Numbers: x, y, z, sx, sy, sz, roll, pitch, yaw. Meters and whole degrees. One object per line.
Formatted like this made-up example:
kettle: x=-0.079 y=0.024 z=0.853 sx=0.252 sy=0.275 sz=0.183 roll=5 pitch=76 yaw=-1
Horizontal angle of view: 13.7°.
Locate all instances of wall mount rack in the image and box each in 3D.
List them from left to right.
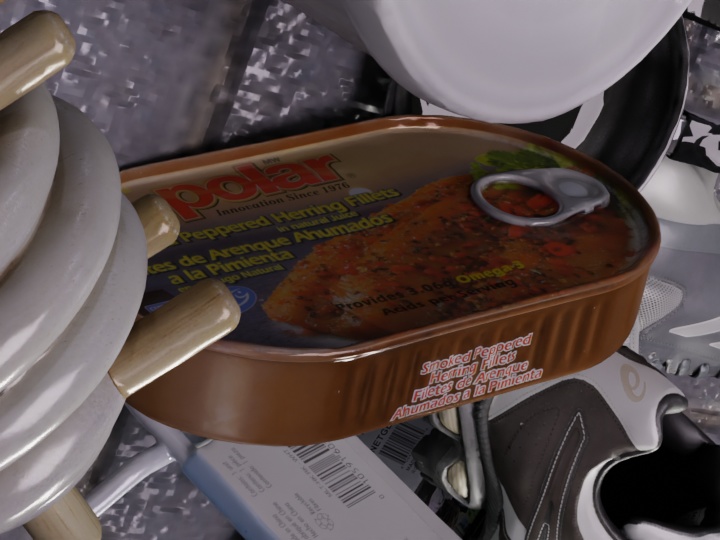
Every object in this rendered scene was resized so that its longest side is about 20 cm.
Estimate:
wall mount rack: x=-0.030 y=0.109 z=0.881 sx=0.174 sy=0.200 sz=0.075 roll=-25 pitch=155 yaw=-53

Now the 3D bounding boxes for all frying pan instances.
frying pan: x=0.089 y=-0.064 z=0.998 sx=0.190 sy=0.031 sz=0.115 roll=-11 pitch=118 yaw=-25

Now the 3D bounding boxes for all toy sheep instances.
toy sheep: x=-0.111 y=0.004 z=0.743 sx=0.138 sy=0.138 sz=0.200 roll=-47 pitch=125 yaw=-24

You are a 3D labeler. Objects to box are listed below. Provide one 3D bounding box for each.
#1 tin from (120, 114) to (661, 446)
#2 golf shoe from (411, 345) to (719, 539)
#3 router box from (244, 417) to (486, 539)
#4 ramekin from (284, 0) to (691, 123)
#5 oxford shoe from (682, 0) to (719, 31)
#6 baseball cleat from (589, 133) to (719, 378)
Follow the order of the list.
tin: x=0.000 y=0.000 z=0.891 sx=0.200 sy=0.112 sz=0.042 roll=-13 pitch=131 yaw=-37
golf shoe: x=0.080 y=0.091 z=0.984 sx=0.078 sy=0.094 sz=0.200 roll=-55 pitch=146 yaw=-26
router box: x=0.001 y=0.141 z=1.034 sx=0.200 sy=0.051 sz=0.149 roll=-55 pitch=144 yaw=-16
ramekin: x=0.034 y=-0.150 z=0.869 sx=0.202 sy=0.094 sz=0.203 roll=-29 pitch=131 yaw=-40
oxford shoe: x=0.162 y=-0.117 z=1.075 sx=0.200 sy=0.073 sz=0.085 roll=14 pitch=97 yaw=-55
baseball cleat: x=0.113 y=0.018 z=1.107 sx=0.107 sy=0.070 sz=0.200 roll=-53 pitch=134 yaw=-6
